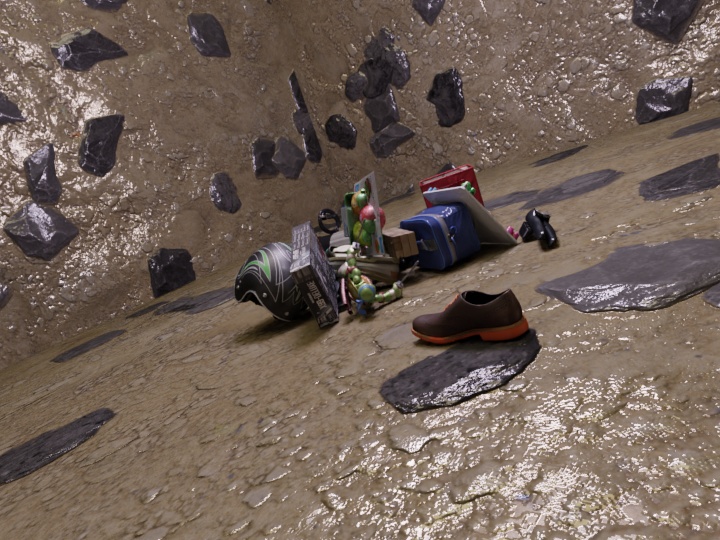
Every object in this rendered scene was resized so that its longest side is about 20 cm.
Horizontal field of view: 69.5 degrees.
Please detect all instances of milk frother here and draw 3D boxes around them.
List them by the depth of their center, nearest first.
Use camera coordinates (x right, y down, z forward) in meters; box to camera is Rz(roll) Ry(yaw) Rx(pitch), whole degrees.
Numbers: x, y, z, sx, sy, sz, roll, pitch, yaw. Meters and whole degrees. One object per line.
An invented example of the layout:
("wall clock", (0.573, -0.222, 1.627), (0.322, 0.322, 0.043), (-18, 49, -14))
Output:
("milk frother", (-0.060, -0.128, 1.797), (0.186, 0.203, 0.180), (-13, 9, 31))

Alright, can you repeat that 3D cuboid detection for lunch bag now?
("lunch bag", (0.186, -0.079, 1.269), (0.131, 0.137, 0.200), (-26, 10, -16))

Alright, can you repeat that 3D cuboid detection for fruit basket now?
("fruit basket", (0.011, -0.126, 1.240), (0.092, 0.188, 0.200), (-8, 3, -9))

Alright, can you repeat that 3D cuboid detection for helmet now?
("helmet", (-0.203, 0.030, 1.297), (0.189, 0.203, 0.199), (-12, 13, 42))

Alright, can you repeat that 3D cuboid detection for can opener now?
("can opener", (0.411, -0.091, 1.174), (0.063, 0.080, 0.200), (19, 18, 0))

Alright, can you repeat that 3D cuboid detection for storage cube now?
("storage cube", (0.293, -0.219, 1.649), (0.169, 0.182, 0.200), (-18, 12, 10))

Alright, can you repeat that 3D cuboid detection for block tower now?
("block tower", (0.087, -0.072, 1.298), (0.053, 0.059, 0.200), (-14, 8, -9))

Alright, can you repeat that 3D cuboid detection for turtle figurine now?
("turtle figurine", (0.029, 0.004, 1.162), (0.142, 0.203, 0.194), (13, -1, -14))

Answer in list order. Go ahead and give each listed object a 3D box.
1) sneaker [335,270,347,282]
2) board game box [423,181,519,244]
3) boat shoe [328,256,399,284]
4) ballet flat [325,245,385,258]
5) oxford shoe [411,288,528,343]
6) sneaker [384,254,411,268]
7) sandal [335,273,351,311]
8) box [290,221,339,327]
("sneaker", (-0.053, 0.019, 1.413), (0.198, 0.077, 0.092), (-26, 17, -21))
("board game box", (0.271, -0.139, 1.283), (0.026, 0.200, 0.200), (-52, 18, -10))
("boat shoe", (0.000, 0.000, 1.293), (0.197, 0.070, 0.075), (1, 1, 24))
("ballet flat", (0.001, -0.030, 1.370), (0.197, 0.069, 0.069), (5, 42, -2))
("oxford shoe", (0.157, 0.065, 0.798), (0.198, 0.073, 0.071), (-11, 14, 41))
("sneaker", (0.161, -0.077, 1.414), (0.200, 0.067, 0.090), (-43, 44, -3))
("sandal", (-0.078, 0.048, 1.289), (0.075, 0.043, 0.200), (-23, 28, -7))
("box", (-0.104, 0.005, 1.179), (0.049, 0.159, 0.201), (-21, 32, 7))
